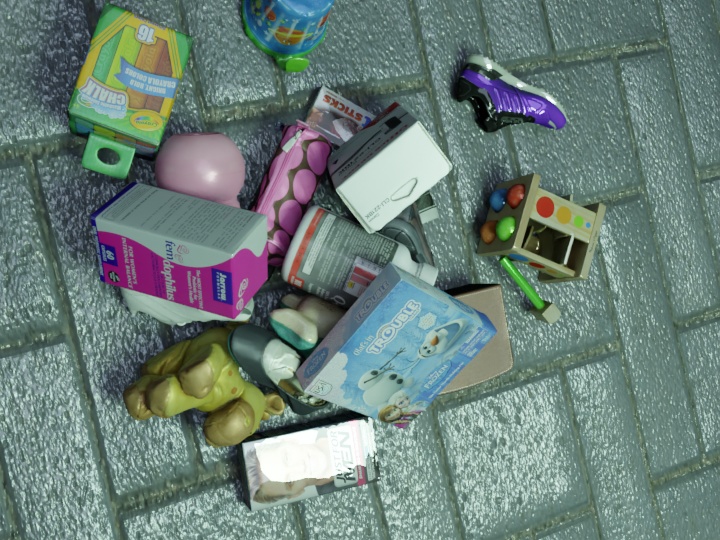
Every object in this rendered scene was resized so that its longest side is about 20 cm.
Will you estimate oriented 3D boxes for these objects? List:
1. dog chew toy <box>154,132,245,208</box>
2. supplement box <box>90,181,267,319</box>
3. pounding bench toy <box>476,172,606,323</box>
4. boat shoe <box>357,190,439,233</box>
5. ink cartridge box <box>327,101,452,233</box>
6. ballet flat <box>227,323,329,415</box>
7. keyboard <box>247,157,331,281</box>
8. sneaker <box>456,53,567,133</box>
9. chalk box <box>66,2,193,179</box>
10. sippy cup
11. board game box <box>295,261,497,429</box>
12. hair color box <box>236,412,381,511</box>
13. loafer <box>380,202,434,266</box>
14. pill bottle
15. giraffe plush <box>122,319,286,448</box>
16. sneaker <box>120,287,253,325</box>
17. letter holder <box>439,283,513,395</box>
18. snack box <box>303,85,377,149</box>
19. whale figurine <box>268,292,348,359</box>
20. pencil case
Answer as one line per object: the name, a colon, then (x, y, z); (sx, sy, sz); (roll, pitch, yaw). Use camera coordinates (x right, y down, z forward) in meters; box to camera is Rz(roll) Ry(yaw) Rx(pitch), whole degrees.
dog chew toy: (-0.219, -0.089, 1.097); (0.123, 0.124, 0.202); (-6, 104, -19)
supplement box: (-0.226, -0.028, 1.003); (0.198, 0.104, 0.102); (13, 126, 14)
pounding bench toy: (0.269, -0.032, 1.257); (0.155, 0.124, 0.202); (20, 81, -17)
boat shoe: (0.027, -0.077, 1.210); (0.199, 0.071, 0.064); (-24, 94, -26)
ink cartridge box: (0.034, -0.151, 1.119); (0.144, 0.200, 0.084); (-39, 110, 7)
ballet flat: (-0.099, 0.135, 1.068); (0.073, 0.073, 0.200); (-51, 135, -15)
keyboard: (-0.106, -0.078, 1.186); (0.126, 0.021, 0.201); (27, 80, -16)
sneaker: (0.241, -0.264, 1.296); (0.199, 0.070, 0.100); (27, 86, -12)
chalk box: (-0.318, -0.228, 1.065); (0.124, 0.124, 0.202); (17, 81, -17)
sippy cup: (-0.097, -0.394, 1.148); (0.139, 0.130, 0.178); (-39, 99, -17)
board game box: (0.050, 0.108, 1.047); (0.198, 0.043, 0.200); (27, 111, -37)
hair color box: (-0.076, 0.277, 1.155); (0.198, 0.060, 0.101); (-9, 89, -19)
loafer: (0.080, -0.033, 1.173); (0.071, 0.200, 0.063); (14, 64, 21)
pill bottle: (0.000, 0.000, 1.094); (0.198, 0.116, 0.117); (24, 79, 2)
giraffe plush: (-0.199, 0.173, 1.088); (0.163, 0.171, 0.200); (61, 37, -17)
sneaker: (-0.237, 0.036, 1.077); (0.198, 0.088, 0.075); (13, 43, 13)
letter holder: (0.121, 0.110, 1.213); (0.198, 0.100, 0.144); (-13, 93, -19)
snack box: (0.009, -0.206, 1.230); (0.199, 0.024, 0.072); (27, 80, -16)
whale figurine: (-0.058, 0.094, 1.111); (0.158, 0.200, 0.104); (31, 103, 22)
pencil case: (-0.110, -0.110, 1.122); (0.090, 0.094, 0.202); (18, 73, 2)
